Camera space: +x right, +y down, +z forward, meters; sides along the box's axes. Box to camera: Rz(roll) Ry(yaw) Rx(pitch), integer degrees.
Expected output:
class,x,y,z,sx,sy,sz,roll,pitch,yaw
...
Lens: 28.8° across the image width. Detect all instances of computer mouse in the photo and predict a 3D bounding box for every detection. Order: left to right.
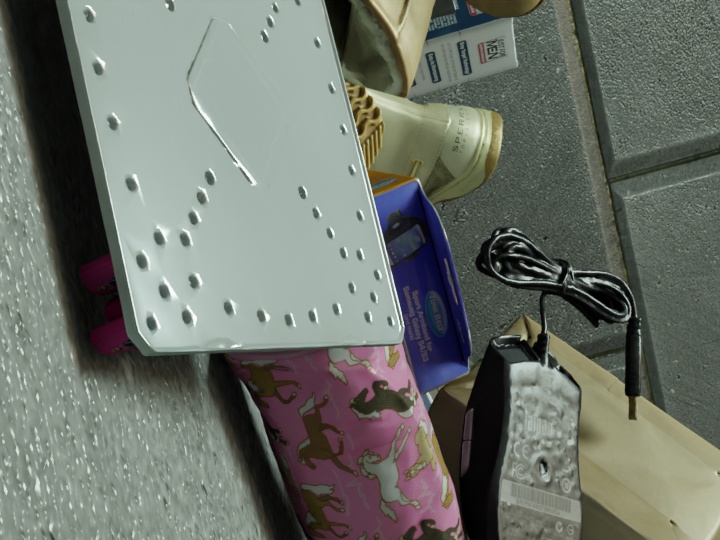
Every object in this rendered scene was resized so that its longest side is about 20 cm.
class,x,y,z,sx,sy,sz,roll,pitch,yaw
computer mouse,0.106,0.086,0.785,0.140,0.046,0.202,15,69,-40

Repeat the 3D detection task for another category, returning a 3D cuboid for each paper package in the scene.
class,x,y,z,sx,sy,sz,roll,pitch,yaw
paper package,0.119,0.166,0.894,0.103,0.190,0.201,-38,156,-43

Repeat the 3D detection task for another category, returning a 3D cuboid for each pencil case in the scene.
class,x,y,z,sx,sy,sz,roll,pitch,yaw
pencil case,-0.004,0.097,0.706,0.083,0.086,0.201,33,-35,58

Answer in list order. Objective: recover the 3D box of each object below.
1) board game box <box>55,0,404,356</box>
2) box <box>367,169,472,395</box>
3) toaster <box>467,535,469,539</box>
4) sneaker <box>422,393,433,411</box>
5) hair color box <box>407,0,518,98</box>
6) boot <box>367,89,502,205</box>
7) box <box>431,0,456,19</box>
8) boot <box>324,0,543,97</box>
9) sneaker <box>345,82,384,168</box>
class,x,y,z,sx,sy,sz,roll,pitch,yaw
board game box,-0.058,-0.064,0.562,0.200,0.026,0.202,4,70,-63
box,0.000,0.000,0.843,0.200,0.041,0.120,19,-52,65
toaster,0.057,0.229,0.769,0.200,0.128,0.114,-93,166,-65
sneaker,0.004,0.055,0.996,0.109,0.070,0.201,75,-5,-67
hair color box,0.018,-0.174,1.084,0.100,0.198,0.061,58,18,-74
boot,-0.013,-0.081,0.986,0.200,0.154,0.073,-26,-128,60
box,-0.021,-0.216,1.008,0.200,0.160,0.049,-97,170,-62
boot,0.035,-0.164,0.801,0.175,0.066,0.201,43,40,-24
sneaker,-0.072,-0.129,0.787,0.090,0.075,0.201,9,-41,54
